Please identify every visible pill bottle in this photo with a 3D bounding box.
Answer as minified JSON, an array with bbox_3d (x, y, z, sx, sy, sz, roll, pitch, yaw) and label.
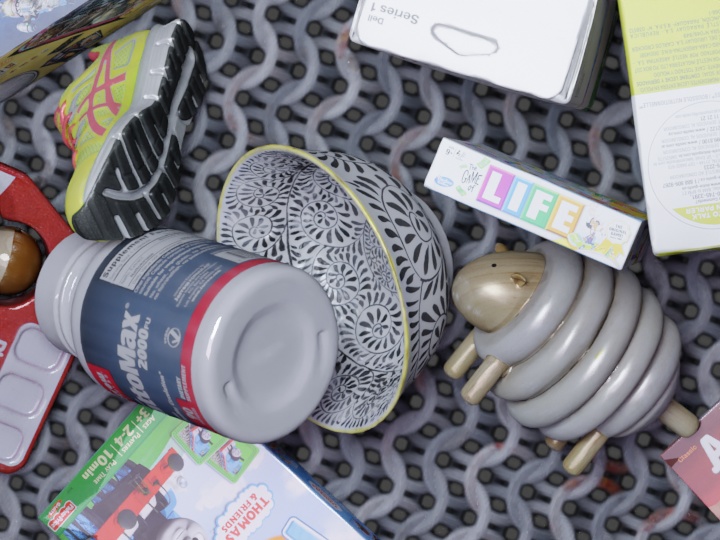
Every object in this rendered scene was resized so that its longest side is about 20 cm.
[{"bbox_3d":[-0.122,0.035,1.730,0.200,0.120,0.120,16,95,45],"label":"pill bottle"}]

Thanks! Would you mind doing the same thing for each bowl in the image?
[{"bbox_3d":[0.000,0.000,1.743,0.094,0.201,0.201,-21,88,-34],"label":"bowl"}]

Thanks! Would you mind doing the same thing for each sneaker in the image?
[{"bbox_3d":[-0.170,-0.089,1.761,0.090,0.200,0.078,-4,130,20],"label":"sneaker"}]

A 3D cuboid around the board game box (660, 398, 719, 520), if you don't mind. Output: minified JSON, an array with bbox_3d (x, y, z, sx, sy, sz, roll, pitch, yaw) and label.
[{"bbox_3d":[0.309,0.094,1.750,0.200,0.019,0.103,-44,83,8],"label":"board game box"}]

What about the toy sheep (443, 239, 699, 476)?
[{"bbox_3d":[0.143,0.055,1.724,0.200,0.138,0.138,35,97,-22],"label":"toy sheep"}]

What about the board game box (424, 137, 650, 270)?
[{"bbox_3d":[0.121,-0.044,1.685,0.134,0.200,0.034,23,95,7],"label":"board game box"}]

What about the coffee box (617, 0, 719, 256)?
[{"bbox_3d":[0.274,-0.117,1.658,0.200,0.200,0.198,-8,91,9],"label":"coffee box"}]

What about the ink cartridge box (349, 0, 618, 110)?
[{"bbox_3d":[0.085,-0.163,1.688,0.145,0.200,0.084,17,95,8],"label":"ink cartridge box"}]

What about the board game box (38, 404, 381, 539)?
[{"bbox_3d":[-0.101,0.184,1.811,0.200,0.037,0.151,42,97,5],"label":"board game box"}]

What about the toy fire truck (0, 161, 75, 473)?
[{"bbox_3d":[-0.270,0.024,1.810,0.168,0.112,0.200,24,94,-18],"label":"toy fire truck"}]

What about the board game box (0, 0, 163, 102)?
[{"bbox_3d":[-0.204,-0.174,1.768,0.200,0.135,0.035,-31,86,8],"label":"board game box"}]
